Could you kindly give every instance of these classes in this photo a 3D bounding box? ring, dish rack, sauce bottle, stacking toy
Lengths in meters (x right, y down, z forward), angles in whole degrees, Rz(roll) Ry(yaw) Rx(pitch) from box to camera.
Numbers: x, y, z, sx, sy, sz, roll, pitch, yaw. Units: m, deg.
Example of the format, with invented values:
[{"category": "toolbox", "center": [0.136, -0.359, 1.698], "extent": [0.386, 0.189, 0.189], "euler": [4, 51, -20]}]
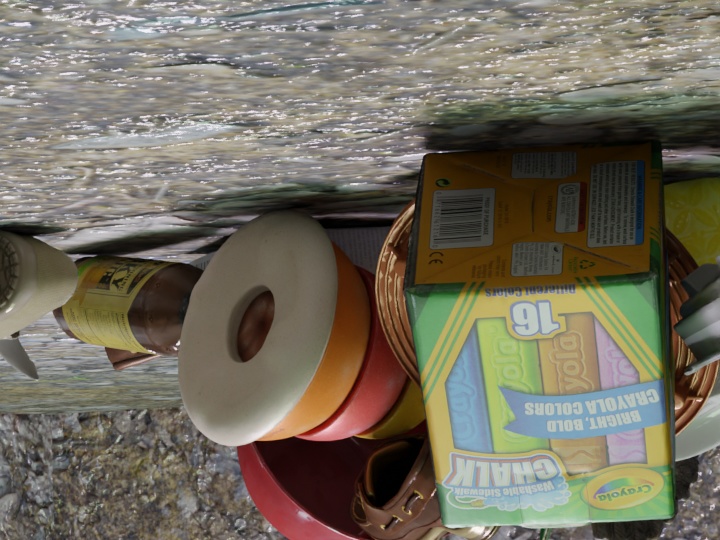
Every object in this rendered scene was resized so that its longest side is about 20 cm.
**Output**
[{"category": "ring", "center": [0.100, 0.031, 1.239], "extent": [0.200, 0.201, 0.019], "euler": [-5, -147, 28]}, {"category": "dish rack", "center": [0.225, -0.020, 1.101], "extent": [0.172, 0.044, 0.200], "euler": [-37, 175, -3]}, {"category": "sauce bottle", "center": [-0.132, 0.024, 1.490], "extent": [0.065, 0.065, 0.200], "euler": [2, -179, -39]}, {"category": "stacking toy", "center": [0.001, 0.058, 1.379], "extent": [0.200, 0.146, 0.146], "euler": [22, 161, -34]}]

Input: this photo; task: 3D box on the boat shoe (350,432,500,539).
[{"category": "boat shoe", "center": [0.032, 0.128, 1.371], "extent": [0.068, 0.072, 0.200], "euler": [27, 163, -13]}]

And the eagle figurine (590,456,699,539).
[{"category": "eagle figurine", "center": [0.142, 0.092, 1.569], "extent": [0.152, 0.151, 0.200], "euler": [-23, -156, 1]}]

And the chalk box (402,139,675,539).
[{"category": "chalk box", "center": [0.099, 0.051, 1.145], "extent": [0.124, 0.200, 0.125], "euler": [-4, -144, 10]}]

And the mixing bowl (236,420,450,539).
[{"category": "mixing bowl", "center": [-0.011, 0.131, 1.627], "extent": [0.200, 0.200, 0.108], "euler": [1, 149, -26]}]

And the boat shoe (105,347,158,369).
[{"category": "boat shoe", "center": [-0.096, 0.041, 1.688], "extent": [0.200, 0.068, 0.072], "euler": [-2, 174, 1]}]

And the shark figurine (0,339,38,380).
[{"category": "shark figurine", "center": [-0.342, 0.055, 1.735], "extent": [0.128, 0.090, 0.214], "euler": [-3, 173, 17]}]

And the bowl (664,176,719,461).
[{"category": "bowl", "center": [0.178, 0.047, 1.314], "extent": [0.200, 0.108, 0.200], "euler": [-19, 152, -10]}]

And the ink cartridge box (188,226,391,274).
[{"category": "ink cartridge box", "center": [0.000, 0.000, 1.525], "extent": [0.200, 0.041, 0.200], "euler": [0, 173, -21]}]

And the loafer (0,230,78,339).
[{"category": "loafer", "center": [-0.256, 0.020, 1.462], "extent": [0.068, 0.076, 0.200], "euler": [11, 166, -41]}]
